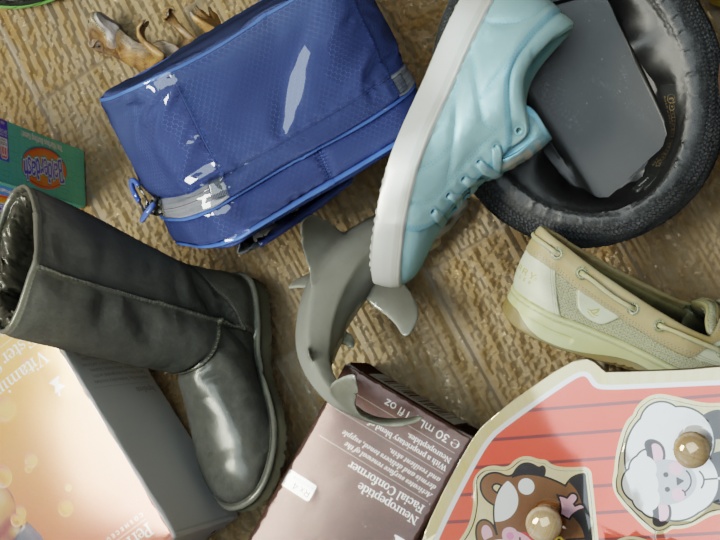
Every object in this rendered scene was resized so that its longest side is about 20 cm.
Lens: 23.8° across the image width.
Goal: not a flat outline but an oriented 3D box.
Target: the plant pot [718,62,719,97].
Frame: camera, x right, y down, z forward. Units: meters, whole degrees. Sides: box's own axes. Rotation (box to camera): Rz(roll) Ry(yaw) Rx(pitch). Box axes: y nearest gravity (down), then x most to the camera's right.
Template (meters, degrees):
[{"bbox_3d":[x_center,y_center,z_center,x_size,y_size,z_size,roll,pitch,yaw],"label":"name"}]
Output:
[{"bbox_3d":[0.308,-0.098,0.989,0.174,0.200,0.201,-17,81,0],"label":"plant pot"}]

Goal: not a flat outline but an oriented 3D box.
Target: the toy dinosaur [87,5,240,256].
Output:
[{"bbox_3d":[-0.105,-0.121,1.181,0.200,0.060,0.106,47,121,17],"label":"toy dinosaur"}]

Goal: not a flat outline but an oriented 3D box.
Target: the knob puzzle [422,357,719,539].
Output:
[{"bbox_3d":[0.129,0.148,0.932,0.218,0.030,0.221,1,94,15],"label":"knob puzzle"}]

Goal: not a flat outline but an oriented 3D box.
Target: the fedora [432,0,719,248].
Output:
[{"bbox_3d":[0.140,-0.115,1.094,0.199,0.092,0.202,0,91,10],"label":"fedora"}]

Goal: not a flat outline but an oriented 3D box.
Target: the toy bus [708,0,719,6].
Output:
[{"bbox_3d":[0.237,-0.285,1.040,0.135,0.192,0.201,-19,80,12],"label":"toy bus"}]

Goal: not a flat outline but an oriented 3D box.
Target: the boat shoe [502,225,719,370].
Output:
[{"bbox_3d":[0.190,0.031,1.057,0.199,0.073,0.063,18,106,-4],"label":"boat shoe"}]

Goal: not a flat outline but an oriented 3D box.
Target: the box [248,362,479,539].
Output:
[{"bbox_3d":[-0.010,0.170,1.116,0.100,0.075,0.201,29,93,14],"label":"box"}]

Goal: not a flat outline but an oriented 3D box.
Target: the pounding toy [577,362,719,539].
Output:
[{"bbox_3d":[0.170,0.155,1.033,0.141,0.184,0.201,16,97,13],"label":"pounding toy"}]

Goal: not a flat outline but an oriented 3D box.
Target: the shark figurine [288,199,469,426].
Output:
[{"bbox_3d":[-0.016,0.013,1.082,0.127,0.090,0.215,-6,38,24],"label":"shark figurine"}]

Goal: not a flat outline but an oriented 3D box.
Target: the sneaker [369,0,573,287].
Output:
[{"bbox_3d":[0.068,-0.076,1.021,0.082,0.074,0.201,22,95,11],"label":"sneaker"}]

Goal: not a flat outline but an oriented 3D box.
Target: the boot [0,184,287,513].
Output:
[{"bbox_3d":[-0.139,0.052,1.078,0.072,0.200,0.183,-26,59,29],"label":"boot"}]

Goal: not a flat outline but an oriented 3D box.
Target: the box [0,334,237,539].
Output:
[{"bbox_3d":[-0.207,0.127,1.138,0.152,0.106,0.201,-37,78,14],"label":"box"}]

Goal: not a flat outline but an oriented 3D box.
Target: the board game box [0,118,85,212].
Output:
[{"bbox_3d":[-0.307,-0.063,1.163,0.199,0.152,0.045,-5,84,13],"label":"board game box"}]

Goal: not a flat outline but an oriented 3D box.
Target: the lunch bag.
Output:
[{"bbox_3d":[-0.062,-0.092,1.085,0.199,0.136,0.133,-33,103,-14],"label":"lunch bag"}]

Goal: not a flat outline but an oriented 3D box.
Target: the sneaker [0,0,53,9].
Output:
[{"bbox_3d":[-0.193,-0.230,1.186,0.199,0.084,0.077,-17,82,11],"label":"sneaker"}]
